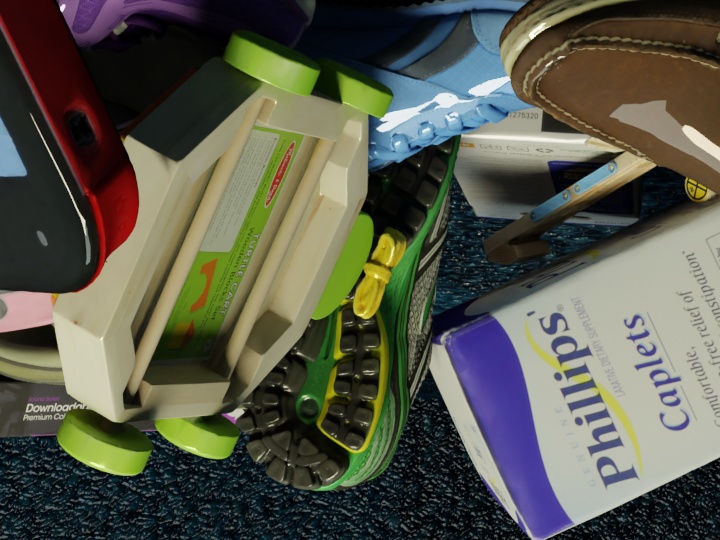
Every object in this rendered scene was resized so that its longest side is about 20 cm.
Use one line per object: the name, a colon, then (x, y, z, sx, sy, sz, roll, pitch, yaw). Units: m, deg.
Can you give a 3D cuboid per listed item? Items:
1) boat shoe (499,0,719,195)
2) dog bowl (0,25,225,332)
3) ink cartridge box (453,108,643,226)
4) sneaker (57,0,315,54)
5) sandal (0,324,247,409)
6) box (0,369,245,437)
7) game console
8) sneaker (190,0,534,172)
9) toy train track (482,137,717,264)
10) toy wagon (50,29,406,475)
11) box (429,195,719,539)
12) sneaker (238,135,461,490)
boat shoe: (0.146, -0.057, 0.657, 0.202, 0.075, 0.075, 5, 145, -29)
dog bowl: (-0.138, -0.044, 0.684, 0.199, 0.074, 0.200, -5, -155, 2)
ink cartridge box: (0.096, -0.057, 0.899, 0.094, 0.037, 0.200, 4, 169, 10)
sneaker: (-0.117, -0.095, 0.632, 0.199, 0.084, 0.081, 6, 172, -7)
sandal: (-0.116, 0.026, 0.845, 0.200, 0.058, 0.080, 9, -171, 34)
box: (-0.172, 0.043, 0.937, 0.200, 0.036, 0.143, 4, -161, -44)
game console: (-0.159, -0.081, 0.504, 0.176, 0.200, 0.031, -1, -147, 38)
sneaker: (0.020, -0.070, 0.728, 0.199, 0.079, 0.066, 2, 169, 21)
toy train track: (0.127, -0.037, 0.801, 0.114, 0.033, 0.200, -10, 166, -37)
toy wagon: (-0.040, -0.005, 0.653, 0.039, 0.156, 0.200, 28, -171, 20)
box: (0.140, 0.034, 0.867, 0.200, 0.105, 0.184, -26, 180, -2)
sneaker: (0.000, 0.000, 0.791, 0.078, 0.201, 0.085, 13, 173, 20)
